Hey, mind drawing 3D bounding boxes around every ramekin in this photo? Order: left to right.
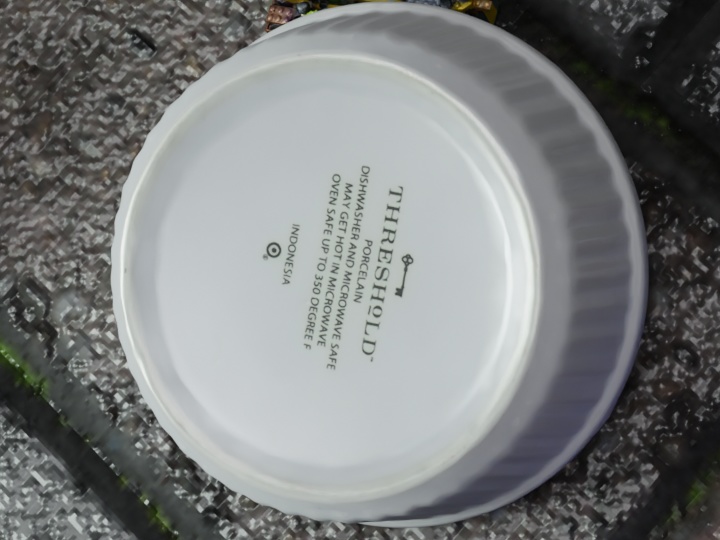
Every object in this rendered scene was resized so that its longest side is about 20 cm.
[{"bbox_3d":[0.000,0.000,0.759,0.201,0.094,0.204,1,93,17],"label":"ramekin"}]

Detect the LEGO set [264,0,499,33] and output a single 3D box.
[{"bbox_3d":[0.001,-0.189,0.818,0.153,0.116,0.201,21,84,19],"label":"LEGO set"}]
